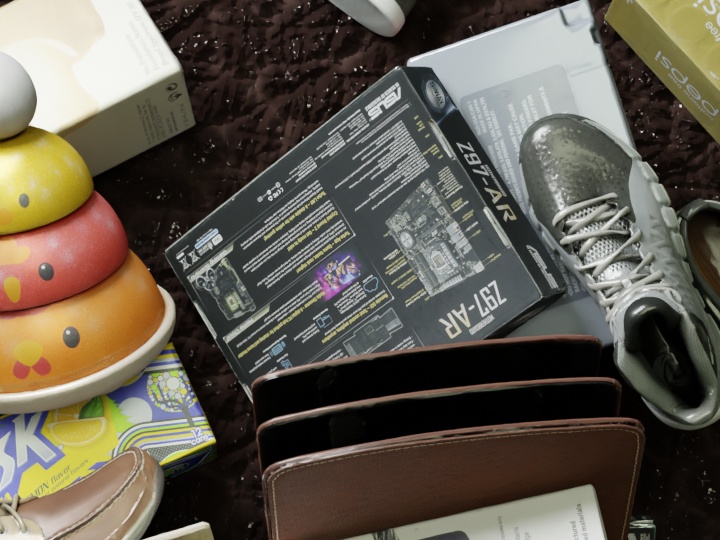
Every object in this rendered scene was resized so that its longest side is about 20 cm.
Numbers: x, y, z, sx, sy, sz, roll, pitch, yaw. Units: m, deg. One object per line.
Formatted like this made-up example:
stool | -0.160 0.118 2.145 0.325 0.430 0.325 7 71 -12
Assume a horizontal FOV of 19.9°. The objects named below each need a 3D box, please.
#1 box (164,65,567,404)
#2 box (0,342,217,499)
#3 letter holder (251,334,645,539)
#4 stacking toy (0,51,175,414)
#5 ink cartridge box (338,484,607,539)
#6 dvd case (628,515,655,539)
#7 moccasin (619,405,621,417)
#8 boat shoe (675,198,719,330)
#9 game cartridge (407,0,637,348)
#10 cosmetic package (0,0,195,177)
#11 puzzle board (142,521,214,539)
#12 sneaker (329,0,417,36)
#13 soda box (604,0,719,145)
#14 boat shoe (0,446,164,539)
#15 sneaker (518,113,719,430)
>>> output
box | 0.000 0.000 1.215 0.200 0.044 0.160 -37 78 25
box | -0.189 0.117 1.221 0.200 0.064 0.070 -24 78 -8
letter holder | 0.043 0.089 1.120 0.200 0.142 0.101 -7 55 -3
stacking toy | -0.197 -0.031 1.176 0.146 0.146 0.200 -17 116 -7
ink cartridge box | 0.045 0.209 1.111 0.200 0.145 0.084 -13 42 5
dvd case | 0.069 0.212 1.200 0.200 0.022 0.146 -1 104 -4
moccasin | 0.061 0.108 1.231 0.200 0.068 0.081 -27 72 -10
boat shoe | 0.262 0.037 1.264 0.072 0.068 0.200 -40 83 -13
game cartridge | 0.103 -0.046 1.221 0.133 0.040 0.200 -17 88 7
cosmetic package | -0.214 -0.098 1.259 0.200 0.071 0.105 -29 66 -10
puzzle board | -0.137 0.238 1.153 0.150 0.200 0.017 -17 33 -8
sneaker | -0.025 -0.249 1.321 0.200 0.071 0.099 40 76 1
soda box | 0.247 -0.119 1.303 0.068 0.064 0.200 -40 81 -11
boat shoe | -0.198 0.162 1.146 0.200 0.076 0.072 -39 111 -4
sneaker | 0.150 -0.002 1.138 0.075 0.115 0.200 -31 86 9
